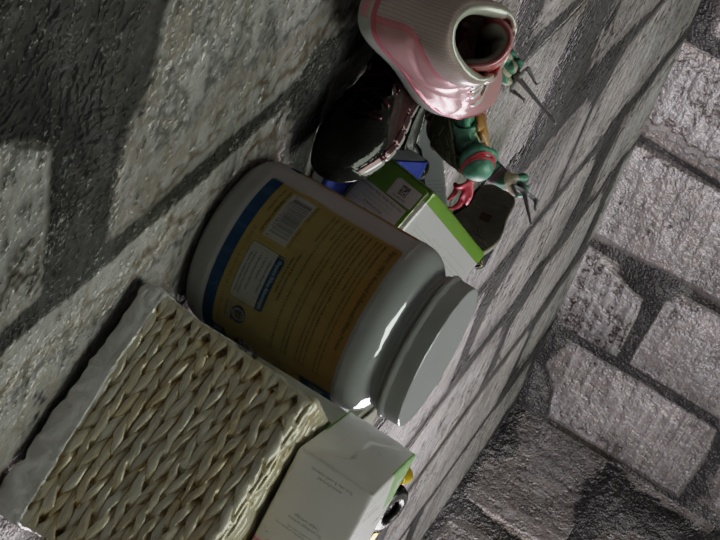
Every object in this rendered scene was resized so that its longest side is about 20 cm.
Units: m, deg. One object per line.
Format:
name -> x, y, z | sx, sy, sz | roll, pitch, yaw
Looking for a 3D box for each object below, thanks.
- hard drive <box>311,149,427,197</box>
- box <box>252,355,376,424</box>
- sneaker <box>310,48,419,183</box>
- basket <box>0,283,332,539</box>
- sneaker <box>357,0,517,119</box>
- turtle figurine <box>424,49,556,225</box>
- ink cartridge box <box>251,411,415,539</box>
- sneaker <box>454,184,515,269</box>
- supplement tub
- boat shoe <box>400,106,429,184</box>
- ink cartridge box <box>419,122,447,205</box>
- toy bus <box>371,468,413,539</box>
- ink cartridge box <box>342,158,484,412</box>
hard drive -> -0.023, -0.021, 1.342 | 0.131, 0.025, 0.201 | -2, 124, -50
box -> -0.085, 0.194, 1.438 | 0.109, 0.127, 0.201 | -31, 148, -62
sneaker -> 0.016, -0.174, 1.190 | 0.200, 0.075, 0.116 | -53, 150, -28
basket -> -0.137, 0.149, 1.085 | 0.201, 0.160, 0.198 | -55, 167, -10
sneaker -> 0.087, -0.165, 1.141 | 0.200, 0.104, 0.076 | 30, 81, -56
turtle figurine -> 0.106, -0.140, 1.301 | 0.151, 0.100, 0.201 | 91, -14, -48
ink cartridge box -> -0.043, 0.218, 1.081 | 0.201, 0.067, 0.117 | -62, 168, 16
sneaker -> 0.151, -0.028, 1.954 | 0.200, 0.074, 0.107 | -45, 158, -52
supplement tub -> -0.022, 0.020, 1.133 | 0.145, 0.199, 0.145 | -54, 165, -22
boat shoe -> 0.034, -0.091, 1.400 | 0.201, 0.066, 0.070 | -63, 167, 16
ink cartridge box -> 0.068, -0.045, 1.463 | 0.100, 0.039, 0.202 | 93, -5, -66
toy bus -> -0.053, 0.310, 1.845 | 0.191, 0.135, 0.201 | -2, 125, -59
ink cartridge box -> 0.004, 0.013, 1.316 | 0.200, 0.076, 0.148 | -49, 148, -1
